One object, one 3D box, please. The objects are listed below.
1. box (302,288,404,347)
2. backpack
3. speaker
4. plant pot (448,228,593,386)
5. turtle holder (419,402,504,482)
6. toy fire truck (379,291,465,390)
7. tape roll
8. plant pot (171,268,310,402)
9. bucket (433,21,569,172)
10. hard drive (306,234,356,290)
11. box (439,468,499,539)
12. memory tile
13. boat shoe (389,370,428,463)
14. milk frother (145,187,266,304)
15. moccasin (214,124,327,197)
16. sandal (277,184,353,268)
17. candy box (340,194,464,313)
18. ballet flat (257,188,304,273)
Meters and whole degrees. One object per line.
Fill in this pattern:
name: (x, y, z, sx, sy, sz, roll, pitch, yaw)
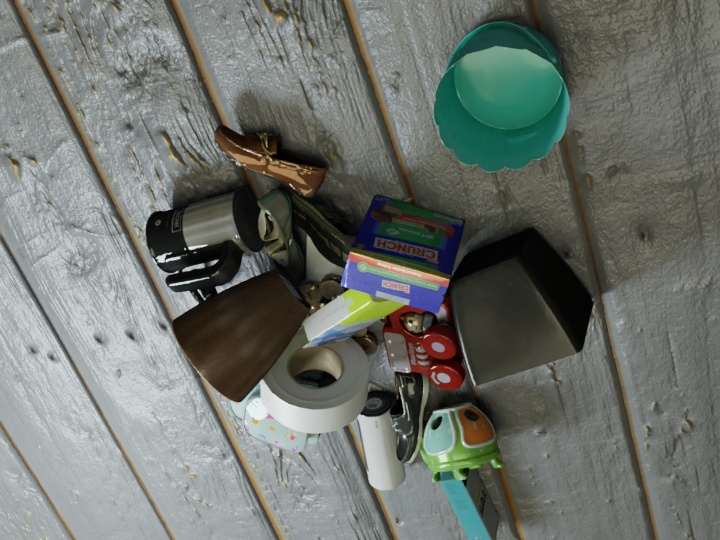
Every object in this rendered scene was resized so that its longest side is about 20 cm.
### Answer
box: (-0.008, 0.072, 1.633, 0.200, 0.122, 0.048, -34, 71, 41)
backpack: (-0.162, 0.249, 1.836, 0.199, 0.154, 0.177, 20, 131, 10)
speaker: (0.042, 0.345, 1.882, 0.081, 0.081, 0.201, 0, 123, 16)
plant pot: (0.256, 0.049, 1.573, 0.199, 0.200, 0.178, -23, 102, 27)
turtle holder: (0.187, 0.328, 1.810, 0.140, 0.186, 0.133, -13, 84, -11)
toy fire truck: (0.114, 0.119, 1.689, 0.167, 0.112, 0.201, 6, 134, 23)
tape roll: (-0.084, 0.199, 1.716, 0.201, 0.203, 0.071, 12, 134, 8)
plant pot: (-0.192, 0.094, 1.630, 0.200, 0.187, 0.187, -40, 107, 5)
bucket: (0.215, -0.266, 1.403, 0.206, 0.135, 0.208, 7, 124, 10)
hard drive: (0.000, 0.000, 1.701, 0.199, 0.026, 0.133, 10, 124, 10)
box: (0.226, 0.473, 1.913, 0.049, 0.082, 0.201, -15, 117, 24)
memory tile: (-0.064, 0.096, 1.767, 0.152, 0.017, 0.201, -10, 126, 25)
boat shoe: (0.085, 0.283, 1.814, 0.067, 0.072, 0.201, -3, 112, -20)
milk frother: (-0.257, -0.031, 1.704, 0.187, 0.182, 0.200, -12, 161, 22)
moccasin: (-0.153, -0.198, 1.587, 0.201, 0.074, 0.078, 28, 116, 0)
sandal: (-0.066, -0.085, 1.634, 0.201, 0.057, 0.080, 46, 149, 8)
candy box: (0.074, -0.031, 1.554, 0.168, 0.200, 0.077, 16, 125, 4)
ballet flat: (-0.148, -0.059, 1.656, 0.067, 0.064, 0.201, 40, 153, 35)
